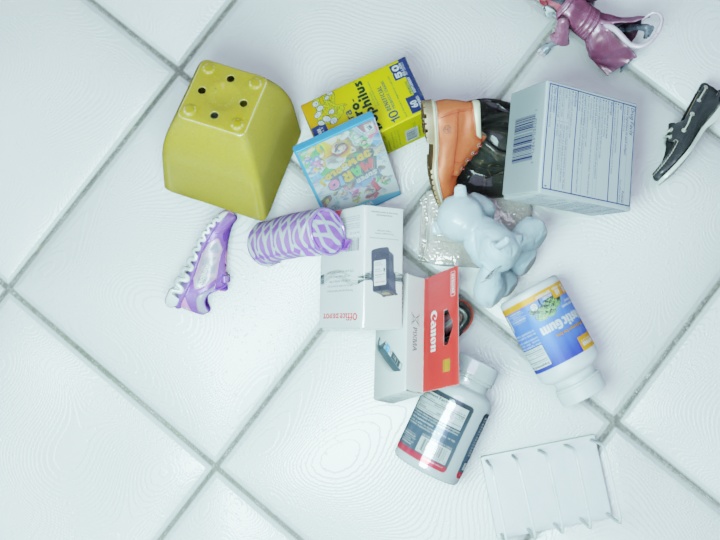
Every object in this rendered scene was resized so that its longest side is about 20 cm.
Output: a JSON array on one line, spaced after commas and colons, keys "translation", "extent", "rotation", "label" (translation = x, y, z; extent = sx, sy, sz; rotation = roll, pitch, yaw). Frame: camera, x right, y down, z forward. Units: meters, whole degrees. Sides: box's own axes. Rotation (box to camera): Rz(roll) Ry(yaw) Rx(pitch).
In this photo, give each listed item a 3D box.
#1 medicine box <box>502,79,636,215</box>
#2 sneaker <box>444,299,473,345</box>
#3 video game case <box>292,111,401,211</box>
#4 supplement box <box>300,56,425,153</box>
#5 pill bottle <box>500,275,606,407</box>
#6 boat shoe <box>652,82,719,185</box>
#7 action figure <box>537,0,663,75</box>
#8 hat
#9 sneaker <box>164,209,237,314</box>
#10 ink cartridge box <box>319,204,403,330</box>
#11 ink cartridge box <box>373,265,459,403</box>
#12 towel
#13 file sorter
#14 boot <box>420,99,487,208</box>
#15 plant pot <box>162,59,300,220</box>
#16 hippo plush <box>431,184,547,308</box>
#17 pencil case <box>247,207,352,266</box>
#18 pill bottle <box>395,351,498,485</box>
[{"translation": [0.351, -0.198, 1.525], "extent": [0.198, 0.103, 0.185], "rotation": [8, 84, -27], "label": "medicine box"}, {"translation": [0.112, 0.125, 1.559], "extent": [0.077, 0.082, 0.200], "rotation": [41, 92, 5], "label": "sneaker"}, {"translation": [-0.019, -0.167, 1.547], "extent": [0.142, 0.201, 0.018], "rotation": [-24, 52, 0], "label": "video game case"}, {"translation": [0.013, -0.261, 1.581], "extent": [0.198, 0.110, 0.110], "rotation": [-25, 75, 1], "label": "supplement box"}, {"translation": [0.328, 0.120, 1.532], "extent": [0.111, 0.112, 0.202], "rotation": [-29, 84, 1], "label": "pill bottle"}, {"translation": [0.555, -0.235, 1.570], "extent": [0.060, 0.074, 0.201], "rotation": [38, 85, 6], "label": "boat shoe"}, {"translation": [0.390, -0.417, 1.567], "extent": [0.198, 0.149, 0.135], "rotation": [28, 93, -8], "label": "action figure"}, {"translation": [0.226, -0.222, 1.575], "extent": [0.198, 0.081, 0.204], "rotation": [0, 78, 2], "label": "hat"}, {"translation": [-0.260, -0.008, 1.603], "extent": [0.088, 0.080, 0.202], "rotation": [29, 92, -1], "label": "sneaker"}, {"translation": [0.000, 0.000, 1.540], "extent": [0.083, 0.144, 0.203], "rotation": [3, 85, -31], "label": "ink cartridge box"}, {"translation": [0.089, 0.103, 1.502], "extent": [0.044, 0.176, 0.203], "rotation": [15, 66, -31], "label": "ink cartridge box"}, {"translation": [0.200, -0.071, 1.597], "extent": [0.197, 0.034, 0.135], "rotation": [2, 86, 4], "label": "towel"}, {"translation": [0.311, 0.362, 1.505], "extent": [0.197, 0.125, 0.141], "rotation": [-12, 84, 3], "label": "file sorter"}, {"translation": [0.160, -0.190, 1.524], "extent": [0.106, 0.075, 0.202], "rotation": [-8, 122, -2], "label": "boot"}, {"translation": [-0.220, -0.237, 1.531], "extent": [0.192, 0.201, 0.198], "rotation": [18, 67, 5], "label": "plant pot"}, {"translation": [0.190, -0.043, 1.510], "extent": [0.160, 0.199, 0.161], "rotation": [37, 118, 23], "label": "hippo plush"}, {"translation": [-0.109, -0.051, 1.535], "extent": [0.086, 0.199, 0.084], "rotation": [45, 60, -26], "label": "pencil case"}, {"translation": [0.150, 0.241, 1.529], "extent": [0.118, 0.120, 0.202], "rotation": [26, 87, 6], "label": "pill bottle"}]
